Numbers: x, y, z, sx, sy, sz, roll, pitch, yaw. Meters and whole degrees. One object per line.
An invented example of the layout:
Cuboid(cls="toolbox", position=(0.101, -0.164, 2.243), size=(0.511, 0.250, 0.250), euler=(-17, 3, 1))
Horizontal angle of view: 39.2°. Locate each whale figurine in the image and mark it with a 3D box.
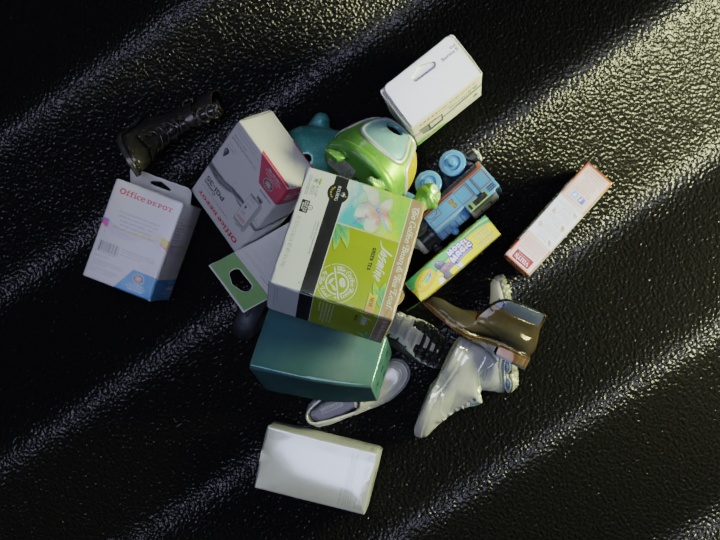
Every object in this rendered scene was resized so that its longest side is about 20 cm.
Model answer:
Cuboid(cls="whale figurine", position=(-0.050, -0.196, 1.728), size=(0.199, 0.104, 0.160), euler=(-13, 88, 5))

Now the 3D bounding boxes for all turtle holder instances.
Cuboid(cls="turtle holder", position=(0.037, -0.169, 1.636), size=(0.185, 0.141, 0.132), euler=(29, 63, 30))

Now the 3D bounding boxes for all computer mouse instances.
Cuboid(cls="computer mouse", position=(-0.174, 0.029, 1.776), size=(0.058, 0.034, 0.201), euler=(21, 92, 7))

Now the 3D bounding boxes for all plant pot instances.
Cuboid(cls="plant pot", position=(-0.057, 0.141, 1.680), size=(0.199, 0.142, 0.142), euler=(14, 71, 12))

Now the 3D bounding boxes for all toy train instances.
Cuboid(cls="toy train", position=(0.141, -0.115, 1.708), size=(0.200, 0.087, 0.114), euler=(-41, 74, 4))

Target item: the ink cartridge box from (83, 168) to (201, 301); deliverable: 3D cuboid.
Cuboid(cls="ink cartridge box", position=(-0.370, -0.063, 1.752), size=(0.128, 0.125, 0.201), euler=(21, 91, 6))

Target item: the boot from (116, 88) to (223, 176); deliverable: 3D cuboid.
Cuboid(cls="boot", position=(-0.316, -0.247, 1.724), size=(0.173, 0.200, 0.070), euler=(-21, 119, 12))

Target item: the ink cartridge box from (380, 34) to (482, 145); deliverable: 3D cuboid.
Cuboid(cls="ink cartridge box", position=(0.119, -0.291, 1.661), size=(0.145, 0.200, 0.084), euler=(-38, 86, 5))

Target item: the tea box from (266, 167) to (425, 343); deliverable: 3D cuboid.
Cuboid(cls="tea box", position=(-0.024, -0.022, 1.562), size=(0.195, 0.134, 0.201), euler=(16, 70, -1))

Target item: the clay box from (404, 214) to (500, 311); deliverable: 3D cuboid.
Cuboid(cls="clay box", position=(0.145, -0.011, 1.700), size=(0.200, 0.115, 0.048), euler=(-40, 86, 4))

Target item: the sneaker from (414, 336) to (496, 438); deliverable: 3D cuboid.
Cuboid(cls="sneaker", position=(0.159, 0.213, 1.701), size=(0.088, 0.075, 0.201), euler=(27, 113, 0))

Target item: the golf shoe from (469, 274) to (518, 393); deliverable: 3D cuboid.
Cuboid(cls="golf shoe", position=(0.218, 0.108, 1.715), size=(0.096, 0.078, 0.202), euler=(-2, 89, 12))

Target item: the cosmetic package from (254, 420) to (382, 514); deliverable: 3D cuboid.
Cuboid(cls="cosmetic package", position=(-0.073, 0.337, 1.742), size=(0.199, 0.081, 0.114), euler=(15, 91, 7))

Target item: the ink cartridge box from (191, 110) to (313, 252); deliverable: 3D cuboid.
Cuboid(cls="ink cartridge box", position=(-0.179, -0.144, 1.695), size=(0.147, 0.083, 0.200), euler=(53, 134, 9))

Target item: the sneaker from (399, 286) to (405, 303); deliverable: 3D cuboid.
Cuboid(cls="sneaker", position=(0.000, 0.000, 1.705), size=(0.112, 0.071, 0.201), euler=(-35, 50, 20))

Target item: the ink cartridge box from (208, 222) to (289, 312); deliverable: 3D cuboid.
Cuboid(cls="ink cartridge box", position=(-0.131, -0.005, 1.674), size=(0.199, 0.048, 0.146), euler=(-31, 45, -13))

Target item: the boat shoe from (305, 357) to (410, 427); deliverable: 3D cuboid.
Cuboid(cls="boat shoe", position=(-0.006, 0.212, 1.741), size=(0.199, 0.066, 0.072), euler=(-23, 87, 6))

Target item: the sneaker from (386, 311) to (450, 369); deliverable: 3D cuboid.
Cuboid(cls="sneaker", position=(0.066, 0.106, 1.735), size=(0.199, 0.090, 0.067), euler=(31, 76, -19))

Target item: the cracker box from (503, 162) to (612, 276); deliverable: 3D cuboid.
Cuboid(cls="cracker box", position=(0.322, -0.081, 1.671), size=(0.058, 0.134, 0.200), euler=(41, 94, 5))

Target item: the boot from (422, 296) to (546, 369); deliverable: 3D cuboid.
Cuboid(cls="boot", position=(0.204, 0.071, 1.646), size=(0.199, 0.075, 0.097), euler=(30, 94, -4))
